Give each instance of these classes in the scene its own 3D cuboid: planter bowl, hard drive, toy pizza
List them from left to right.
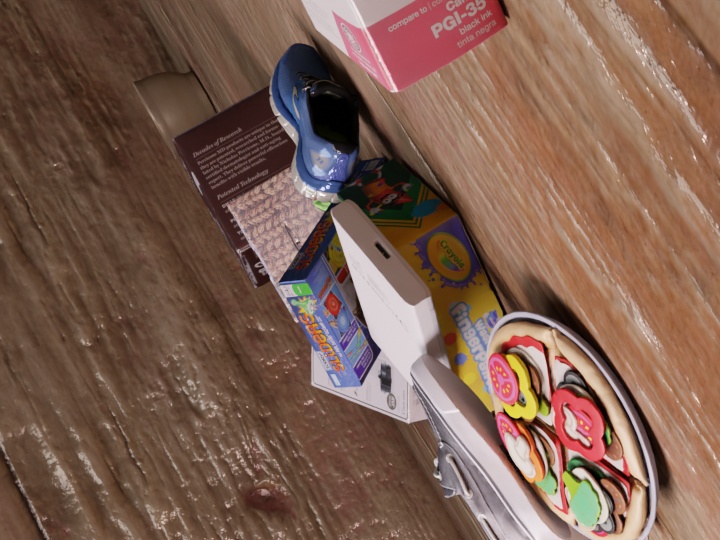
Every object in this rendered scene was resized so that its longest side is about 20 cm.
[{"bbox_3d":[-0.418,-0.378,3.514,0.200,0.135,0.200,59,174,10],"label":"planter bowl"},{"bbox_3d":[0.034,0.040,1.367,0.132,0.027,0.200,50,167,34],"label":"hard drive"},{"bbox_3d":[0.152,0.126,1.166,0.200,0.032,0.200,45,150,36],"label":"toy pizza"}]

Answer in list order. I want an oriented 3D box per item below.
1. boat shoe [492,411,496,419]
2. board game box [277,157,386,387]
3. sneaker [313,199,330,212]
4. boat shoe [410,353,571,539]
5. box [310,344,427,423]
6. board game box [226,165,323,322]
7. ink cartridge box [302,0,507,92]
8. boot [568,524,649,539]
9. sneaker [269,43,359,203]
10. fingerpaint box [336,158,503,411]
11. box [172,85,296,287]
[{"bbox_3d":[0.137,0.190,1.781,0.200,0.072,0.072,64,180,40],"label":"boat shoe"},{"bbox_3d":[0.000,0.000,1.512,0.136,0.034,0.200,63,-142,-29],"label":"board game box"},{"bbox_3d":[0.006,-0.062,1.649,0.084,0.077,0.200,53,-174,10],"label":"sneaker"},{"bbox_3d":[0.093,0.163,1.277,0.200,0.068,0.072,54,-163,14],"label":"boat shoe"},{"bbox_3d":[0.020,0.102,1.838,0.200,0.060,0.117,14,108,51],"label":"box"},{"bbox_3d":[-0.055,-0.047,1.813,0.160,0.097,0.200,60,-166,-4],"label":"board game box"},{"bbox_3d":[-0.011,-0.220,0.862,0.200,0.083,0.147,62,174,-31],"label":"ink cartridge box"},{"bbox_3d":[0.196,0.200,1.293,0.146,0.070,0.200,49,168,54],"label":"boot"},{"bbox_3d":[-0.035,-0.162,1.514,0.089,0.078,0.200,118,146,-40],"label":"sneaker"},{"bbox_3d":[0.069,0.016,1.435,0.200,0.073,0.167,63,173,-29],"label":"fingerpaint box"},{"bbox_3d":[-0.135,-0.115,2.137,0.200,0.164,0.166,58,174,18],"label":"box"}]
